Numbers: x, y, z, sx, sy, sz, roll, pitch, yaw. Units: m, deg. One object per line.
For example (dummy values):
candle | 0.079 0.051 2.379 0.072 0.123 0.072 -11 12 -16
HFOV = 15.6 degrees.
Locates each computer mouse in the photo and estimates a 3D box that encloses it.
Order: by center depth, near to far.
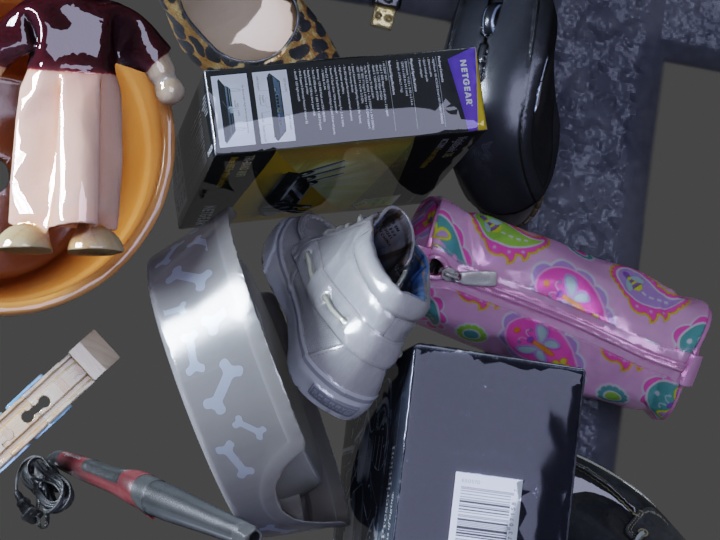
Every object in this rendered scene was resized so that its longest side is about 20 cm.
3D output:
computer mouse | 0.059 -0.138 1.621 0.140 0.046 0.200 7 92 31

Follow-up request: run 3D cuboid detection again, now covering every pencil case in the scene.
pencil case | 0.113 0.023 1.618 0.200 0.087 0.088 23 79 -8

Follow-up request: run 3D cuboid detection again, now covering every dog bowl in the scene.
dog bowl | -0.067 0.065 1.530 0.059 0.200 0.200 -21 87 2

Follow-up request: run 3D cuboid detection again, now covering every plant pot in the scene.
plant pot | -0.215 -0.067 1.542 0.200 0.140 0.200 1 83 -10

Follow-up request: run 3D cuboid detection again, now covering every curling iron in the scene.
curling iron | -0.129 0.138 1.524 0.026 0.200 0.050 38 68 -46

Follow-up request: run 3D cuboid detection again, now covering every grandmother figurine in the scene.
grandmother figurine | -0.158 -0.110 1.459 0.121 0.061 0.200 2 85 -19

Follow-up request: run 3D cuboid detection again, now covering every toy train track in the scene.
toy train track | -0.221 0.109 1.534 0.200 0.033 0.115 -43 90 -10

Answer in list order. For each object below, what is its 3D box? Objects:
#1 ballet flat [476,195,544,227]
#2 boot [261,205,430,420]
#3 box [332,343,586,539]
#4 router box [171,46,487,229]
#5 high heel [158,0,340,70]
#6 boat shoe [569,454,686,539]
ballet flat | 0.094 -0.126 1.654 0.067 0.046 0.200 -10 82 32
boot | 0.000 0.000 1.539 0.074 0.200 0.096 29 112 -24
box | 0.049 0.155 1.540 0.104 0.182 0.200 8 81 -10
router box | -0.024 -0.076 1.547 0.157 0.200 0.052 -6 80 -10
high heel | -0.077 -0.169 1.578 0.200 0.143 0.071 37 78 -4
boat shoe | 0.176 0.179 1.620 0.200 0.068 0.072 43 79 -1
